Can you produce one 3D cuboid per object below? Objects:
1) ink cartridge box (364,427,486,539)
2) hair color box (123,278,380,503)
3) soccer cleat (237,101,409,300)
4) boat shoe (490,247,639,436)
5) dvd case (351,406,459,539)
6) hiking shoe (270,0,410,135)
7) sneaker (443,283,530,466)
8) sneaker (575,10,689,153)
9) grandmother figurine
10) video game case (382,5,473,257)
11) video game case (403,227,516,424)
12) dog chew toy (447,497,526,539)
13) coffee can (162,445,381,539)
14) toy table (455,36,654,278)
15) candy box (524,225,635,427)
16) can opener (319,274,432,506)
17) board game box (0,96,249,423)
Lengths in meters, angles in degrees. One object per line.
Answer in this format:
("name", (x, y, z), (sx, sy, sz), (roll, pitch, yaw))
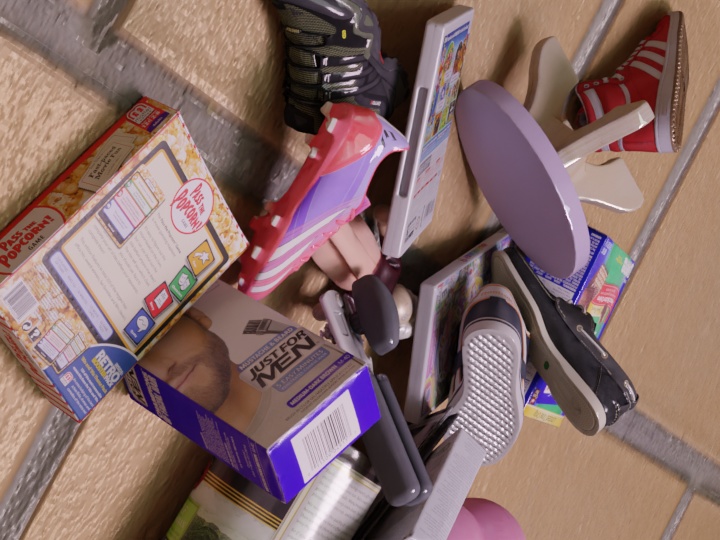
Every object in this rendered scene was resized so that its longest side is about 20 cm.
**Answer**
("ink cartridge box", (0.017, 0.259, 1.351), (0.200, 0.041, 0.200), (-46, -176, 40))
("hair color box", (-0.092, 0.087, 1.173), (0.109, 0.199, 0.065), (-39, 133, -27))
("soccer cleat", (-0.037, -0.046, 1.224), (0.076, 0.067, 0.201), (23, 116, -19))
("boat shoe", (0.193, 0.061, 1.447), (0.067, 0.201, 0.072), (-27, 164, -21))
("dvd case", (0.010, 0.216, 1.431), (0.200, 0.016, 0.149), (-50, -177, -17))
("hiking shoe", (-0.028, -0.162, 1.212), (0.101, 0.075, 0.200), (-59, 142, -12))
("sneaker", (0.125, 0.101, 1.441), (0.080, 0.077, 0.202), (-77, 176, -46))
("sneaker", (0.285, -0.198, 1.569), (0.202, 0.111, 0.072), (-72, 151, -42))
("grandmother figurine", (0.000, 0.000, 1.348), (0.121, 0.060, 0.200), (-48, 136, -7))
("video game case", (0.060, -0.125, 1.314), (0.143, 0.018, 0.203), (-46, 149, -69))
("video game case", (0.102, 0.050, 1.477), (0.200, 0.018, 0.145), (-32, 133, -56))
("dog chew toy", (0.086, 0.292, 1.557), (0.199, 0.124, 0.126), (22, 93, -43))
("coffee can", (-0.083, 0.224, 1.300), (0.202, 0.145, 0.146), (-59, 141, -7))
("toy table", (0.185, -0.110, 1.417), (0.117, 0.183, 0.202), (-35, 114, -22))
("candy box", (0.201, 0.054, 1.559), (0.202, 0.076, 0.169), (-64, 158, 1))
("can opener", (0.016, 0.100, 1.269), (0.066, 0.202, 0.052), (-26, 161, 23))
("board game box", (-0.188, -0.008, 1.136), (0.200, 0.046, 0.152), (-47, 138, -21))
